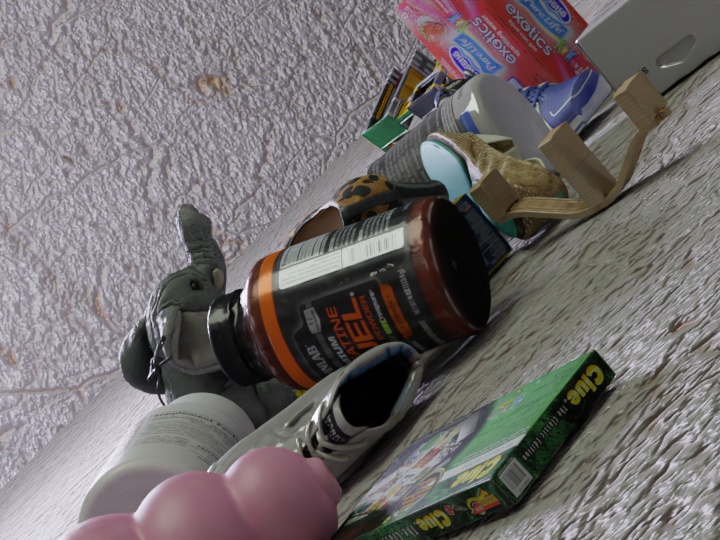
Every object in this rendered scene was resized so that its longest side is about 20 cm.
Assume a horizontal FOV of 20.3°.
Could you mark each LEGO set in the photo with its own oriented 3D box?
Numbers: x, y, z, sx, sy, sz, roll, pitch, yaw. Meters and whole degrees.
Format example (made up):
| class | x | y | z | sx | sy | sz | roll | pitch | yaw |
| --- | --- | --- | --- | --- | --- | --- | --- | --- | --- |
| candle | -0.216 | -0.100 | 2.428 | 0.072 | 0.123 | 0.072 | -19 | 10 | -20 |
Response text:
| class | x | y | z | sx | sy | sz | roll | pitch | yaw |
| --- | --- | --- | --- | --- | --- | --- | --- | --- | --- |
| LEGO set | 0.101 | -0.184 | 2.182 | 0.200 | 0.153 | 0.117 | -46 | 17 | 57 |

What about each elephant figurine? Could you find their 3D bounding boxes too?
| class | x | y | z | sx | sy | sz | roll | pitch | yaw |
| --- | --- | --- | --- | --- | --- | --- | --- | --- | --- |
| elephant figurine | -0.154 | 0.068 | 1.850 | 0.141 | 0.200 | 0.155 | -39 | 7 | 19 |

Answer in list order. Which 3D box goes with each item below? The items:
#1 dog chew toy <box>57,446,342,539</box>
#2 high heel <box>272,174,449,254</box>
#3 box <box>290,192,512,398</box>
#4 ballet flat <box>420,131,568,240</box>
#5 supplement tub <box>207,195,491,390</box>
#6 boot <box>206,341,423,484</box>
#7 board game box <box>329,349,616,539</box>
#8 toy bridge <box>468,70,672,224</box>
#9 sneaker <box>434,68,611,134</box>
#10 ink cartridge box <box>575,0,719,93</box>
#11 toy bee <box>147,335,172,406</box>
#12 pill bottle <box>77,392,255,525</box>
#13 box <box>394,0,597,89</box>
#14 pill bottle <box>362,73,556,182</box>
| class | x | y | z | sx | sy | sz | roll | pitch | yaw |
| --- | --- | --- | --- | --- | --- | --- | --- | --- | --- |
| dog chew toy | -0.099 | 0.178 | 1.195 | 0.199 | 0.125 | 0.125 | -34 | 6 | -1 |
| high heel | -0.038 | -0.018 | 1.576 | 0.199 | 0.072 | 0.142 | -31 | -10 | 27 |
| box | 0.028 | 0.032 | 1.603 | 0.200 | 0.064 | 0.070 | -45 | 6 | -23 |
| ballet flat | 0.114 | -0.076 | 1.660 | 0.065 | 0.071 | 0.200 | -25 | 28 | -12 |
| supplement tub | -0.011 | 0.024 | 1.473 | 0.198 | 0.108 | 0.107 | -20 | 15 | 23 |
| boot | -0.036 | 0.118 | 1.365 | 0.200 | 0.074 | 0.096 | -46 | 0 | -36 |
| board game box | 0.053 | 0.110 | 1.109 | 0.105 | 0.024 | 0.200 | -44 | 6 | -33 |
| toy bridge | 0.162 | -0.076 | 1.479 | 0.200 | 0.067 | 0.027 | -32 | 11 | 51 |
| sneaker | 0.132 | -0.143 | 1.894 | 0.199 | 0.115 | 0.081 | -35 | 10 | 48 |
| ink cartridge box | 0.288 | -0.244 | 1.744 | 0.145 | 0.084 | 0.200 | -37 | 9 | 38 |
| toy bee | -0.161 | 0.178 | 1.723 | 0.131 | 0.108 | 0.201 | -76 | 9 | -65 |
| pill bottle | -0.134 | 0.162 | 1.497 | 0.114 | 0.115 | 0.200 | -40 | 6 | 14 |
| box | 0.146 | -0.225 | 1.961 | 0.102 | 0.200 | 0.095 | -36 | 10 | 48 |
| pill bottle | 0.072 | -0.075 | 1.810 | 0.200 | 0.114 | 0.114 | -39 | 7 | 28 |
